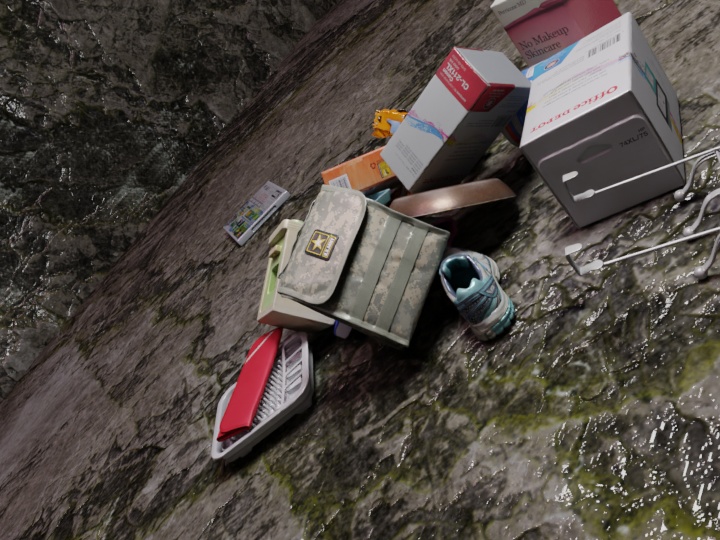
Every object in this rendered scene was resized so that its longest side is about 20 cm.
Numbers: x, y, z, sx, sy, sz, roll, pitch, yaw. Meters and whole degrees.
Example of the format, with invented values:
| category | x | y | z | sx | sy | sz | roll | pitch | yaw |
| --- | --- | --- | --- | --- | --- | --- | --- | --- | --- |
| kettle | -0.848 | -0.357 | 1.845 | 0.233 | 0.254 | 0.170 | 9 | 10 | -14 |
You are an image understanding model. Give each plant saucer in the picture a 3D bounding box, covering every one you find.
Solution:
| category | x | y | z | sx | sy | sz | roll | pitch | yaw |
| --- | --- | --- | --- | --- | --- | --- | --- | --- | --- |
| plant saucer | -0.002 | -0.102 | 1.278 | 0.070 | 0.019 | 0.200 | -41 | 11 | -12 |
| plant saucer | 0.128 | -0.104 | 1.100 | 0.197 | 0.035 | 0.200 | -11 | 4 | 1 |

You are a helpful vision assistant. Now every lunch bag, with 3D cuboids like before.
| category | x | y | z | sx | sy | sz | roll | pitch | yaw |
| --- | --- | --- | --- | --- | --- | --- | --- | --- | --- |
| lunch bag | 0.000 | -0.008 | 1.010 | 0.118 | 0.197 | 0.166 | 96 | -163 | -81 |

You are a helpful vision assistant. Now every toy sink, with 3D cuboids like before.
| category | x | y | z | sx | sy | sz | roll | pitch | yaw |
| --- | --- | --- | --- | --- | --- | --- | --- | --- | --- |
| toy sink | -0.093 | -0.012 | 1.218 | 0.130 | 0.110 | 0.203 | 151 | 131 | -68 |

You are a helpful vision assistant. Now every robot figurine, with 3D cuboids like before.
| category | x | y | z | sx | sy | sz | roll | pitch | yaw |
| --- | --- | --- | --- | --- | --- | --- | --- | --- | --- |
| robot figurine | 0.125 | -0.234 | 1.291 | 0.145 | 0.197 | 0.059 | -37 | -37 | -71 |

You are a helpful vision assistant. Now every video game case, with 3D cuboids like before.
| category | x | y | z | sx | sy | sz | roll | pitch | yaw |
| --- | --- | --- | --- | --- | --- | --- | --- | --- | --- |
| video game case | -0.277 | -0.154 | 1.979 | 0.182 | 0.022 | 0.200 | -46 | 25 | -5 |

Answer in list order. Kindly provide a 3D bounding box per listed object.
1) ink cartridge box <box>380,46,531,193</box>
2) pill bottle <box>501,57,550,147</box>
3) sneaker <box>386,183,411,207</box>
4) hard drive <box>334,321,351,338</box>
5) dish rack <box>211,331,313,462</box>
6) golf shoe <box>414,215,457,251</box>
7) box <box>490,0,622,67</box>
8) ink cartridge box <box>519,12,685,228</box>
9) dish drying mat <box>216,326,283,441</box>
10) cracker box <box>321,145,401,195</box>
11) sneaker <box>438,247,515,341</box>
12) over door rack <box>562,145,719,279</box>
| category | x | y | z | sx | sy | sz | roll | pitch | yaw |
| --- | --- | --- | --- | --- | --- | --- | --- | --- | --- |
| ink cartridge box | 0.141 | -0.219 | 1.107 | 0.145 | 0.083 | 0.201 | -15 | -30 | -50 |
| pill bottle | 0.307 | -0.266 | 1.122 | 0.198 | 0.112 | 0.113 | -16 | 36 | 46 |
| sneaker | 0.049 | -0.090 | 1.325 | 0.199 | 0.073 | 0.077 | -35 | 1 | 16 |
| hard drive | 0.000 | 0.000 | 1.186 | 0.201 | 0.025 | 0.133 | -81 | 13 | -63 |
| dish rack | -0.143 | 0.201 | 1.164 | 0.199 | 0.044 | 0.172 | -38 | 25 | 14 |
| golf shoe | 0.083 | -0.012 | 1.115 | 0.091 | 0.075 | 0.202 | -14 | 39 | 41 |
| box | 0.321 | -0.385 | 1.179 | 0.127 | 0.200 | 0.110 | -7 | 41 | 54 |
| ink cartridge box | 0.308 | -0.190 | 0.951 | 0.146 | 0.146 | 0.201 | -24 | 30 | 36 |
| dish drying mat | -0.171 | 0.174 | 1.177 | 0.076 | 0.018 | 0.201 | -28 | 29 | 32 |
| cracker box | 0.035 | -0.173 | 1.331 | 0.132 | 0.059 | 0.199 | -19 | 1 | 25 |
| sneaker | 0.139 | 0.004 | 0.979 | 0.077 | 0.086 | 0.200 | -39 | 24 | 7 |
| over door rack | 0.319 | -0.057 | 0.796 | 0.197 | 0.067 | 0.149 | -9 | 37 | 20 |
